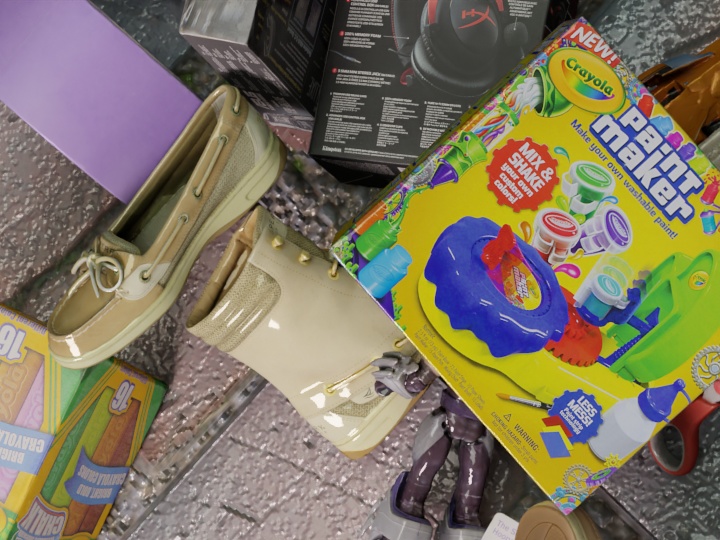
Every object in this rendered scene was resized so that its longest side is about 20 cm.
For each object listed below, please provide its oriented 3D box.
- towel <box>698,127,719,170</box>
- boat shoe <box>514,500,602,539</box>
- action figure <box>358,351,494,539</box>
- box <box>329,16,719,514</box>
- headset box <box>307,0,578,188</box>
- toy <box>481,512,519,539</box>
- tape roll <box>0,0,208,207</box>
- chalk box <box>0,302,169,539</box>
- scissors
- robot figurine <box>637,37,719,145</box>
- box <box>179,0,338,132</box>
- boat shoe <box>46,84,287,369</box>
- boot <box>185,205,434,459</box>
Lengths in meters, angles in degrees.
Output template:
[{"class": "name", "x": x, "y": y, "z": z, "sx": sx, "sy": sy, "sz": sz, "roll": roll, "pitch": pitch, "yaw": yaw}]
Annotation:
[{"class": "towel", "x": 0.244, "y": -0.023, "z": 1.390, "sx": 0.200, "sy": 0.035, "sz": 0.133, "roll": -38, "pitch": 113, "yaw": 4}, {"class": "boat shoe", "x": 0.143, "y": 0.219, "z": 1.341, "sx": 0.071, "sy": 0.064, "sz": 0.202, "roll": 11, "pitch": 122, "yaw": 50}, {"class": "action figure", "x": 0.060, "y": 0.099, "z": 1.416, "sx": 0.129, "sy": 0.069, "sz": 0.202, "roll": 16, "pitch": 95, "yaw": -18}, {"class": "box", "x": 0.118, "y": -0.007, "z": 1.298, "sx": 0.192, "sy": 0.122, "sz": 0.200, "roll": -43, "pitch": 93, "yaw": 3}, {"class": "headset box", "x": 0.061, "y": -0.155, "z": 1.497, "sx": 0.147, "sy": 0.075, "sz": 0.202, "roll": 6, "pitch": 79, "yaw": 19}, {"class": "toy", "x": 0.087, "y": 0.265, "z": 1.378, "sx": 0.115, "sy": 0.047, "sz": 0.201, "roll": 30, "pitch": 90, "yaw": -7}, {"class": "tape roll", "x": -0.183, "y": -0.127, "z": 1.504, "sx": 0.200, "sy": 0.200, "sz": 0.085, "roll": 42, "pitch": 91, "yaw": 22}, {"class": "chalk box", "x": -0.239, "y": 0.132, "z": 1.499, "sx": 0.123, "sy": 0.124, "sz": 0.201, "roll": 23, "pitch": 85, "yaw": 22}, {"class": "scissors", "x": 0.205, "y": 0.066, "z": 1.350, "sx": 0.014, "sy": 0.200, "sz": 0.073, "roll": -26, "pitch": 76, "yaw": -27}, {"class": "robot figurine", "x": 0.183, "y": -0.052, "z": 1.418, "sx": 0.199, "sy": 0.058, "sz": 0.145, "roll": -36, "pitch": 109, "yaw": 3}, {"class": "box", "x": -0.047, "y": -0.193, "z": 1.476, "sx": 0.049, "sy": 0.200, "sz": 0.159, "roll": 11, "pitch": 81, "yaw": 17}, {"class": "boat shoe", "x": -0.131, "y": -0.027, "z": 1.421, "sx": 0.201, "sy": 0.063, "sz": 0.073, "roll": -46, "pitch": 36, "yaw": -8}, {"class": "boot", "x": 0.000, "y": 0.000, "z": 1.443, "sx": 0.155, "sy": 0.073, "sz": 0.200, "roll": 38, "pitch": 96, "yaw": -17}]
